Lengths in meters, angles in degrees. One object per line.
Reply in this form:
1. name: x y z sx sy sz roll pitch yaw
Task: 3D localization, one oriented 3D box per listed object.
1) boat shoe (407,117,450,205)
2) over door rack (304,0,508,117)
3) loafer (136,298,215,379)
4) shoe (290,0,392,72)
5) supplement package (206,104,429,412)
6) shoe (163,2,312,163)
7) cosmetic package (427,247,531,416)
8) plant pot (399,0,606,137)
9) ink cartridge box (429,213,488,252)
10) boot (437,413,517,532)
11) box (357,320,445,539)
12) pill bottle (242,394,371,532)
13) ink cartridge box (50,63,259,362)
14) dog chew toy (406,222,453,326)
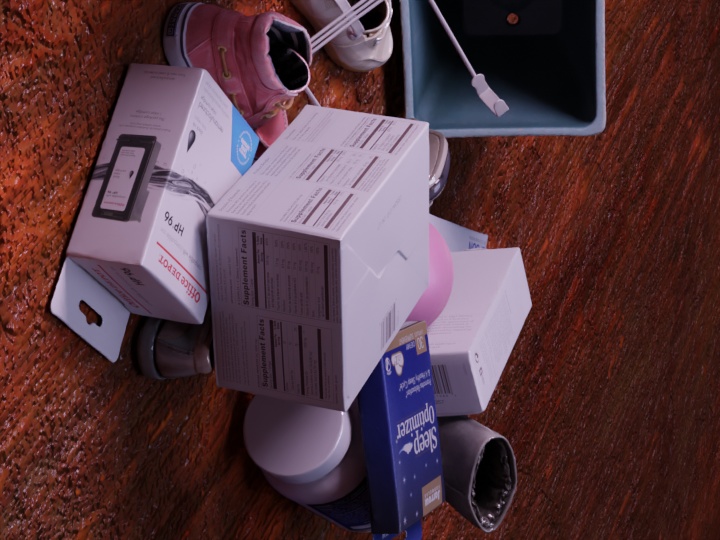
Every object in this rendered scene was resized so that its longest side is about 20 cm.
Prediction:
1. boat shoe: 0.057 -0.090 1.744 0.063 0.073 0.200 58 4 -18
2. over door rack: 0.017 -0.176 1.619 0.148 0.067 0.200 -36 127 0
3. loafer: -0.108 0.023 1.502 0.200 0.063 0.072 -55 144 -47
4. shoe: -0.006 -0.228 1.678 0.200 0.053 0.070 34 65 -64
5. supplement package: -0.028 -0.013 1.459 0.200 0.111 0.156 -53 148 -53
6. shoe: -0.078 -0.143 1.487 0.200 0.091 0.072 56 47 -57
7. cosmetic package: 0.092 0.057 1.805 0.200 0.101 0.074 -56 137 -54
8. plant pot: 0.148 -0.258 1.871 0.200 0.196 0.196 -72 160 -65
9. ink cartridge box: 0.076 0.047 1.968 0.200 0.041 0.200 13 85 -67
10. boot: 0.074 0.200 1.803 0.072 0.200 0.182 -22 123 -32
11. box: 0.036 0.151 1.627 0.121 0.032 0.200 -19 104 -67
12. pill bottle: -0.025 0.161 1.672 0.200 0.116 0.116 43 58 -63
13. ink cartridge box: -0.149 -0.038 1.381 0.116 0.068 0.200 50 51 -59
14. dog chew toy: 0.000 0.000 1.687 0.200 0.124 0.125 7 91 -59
